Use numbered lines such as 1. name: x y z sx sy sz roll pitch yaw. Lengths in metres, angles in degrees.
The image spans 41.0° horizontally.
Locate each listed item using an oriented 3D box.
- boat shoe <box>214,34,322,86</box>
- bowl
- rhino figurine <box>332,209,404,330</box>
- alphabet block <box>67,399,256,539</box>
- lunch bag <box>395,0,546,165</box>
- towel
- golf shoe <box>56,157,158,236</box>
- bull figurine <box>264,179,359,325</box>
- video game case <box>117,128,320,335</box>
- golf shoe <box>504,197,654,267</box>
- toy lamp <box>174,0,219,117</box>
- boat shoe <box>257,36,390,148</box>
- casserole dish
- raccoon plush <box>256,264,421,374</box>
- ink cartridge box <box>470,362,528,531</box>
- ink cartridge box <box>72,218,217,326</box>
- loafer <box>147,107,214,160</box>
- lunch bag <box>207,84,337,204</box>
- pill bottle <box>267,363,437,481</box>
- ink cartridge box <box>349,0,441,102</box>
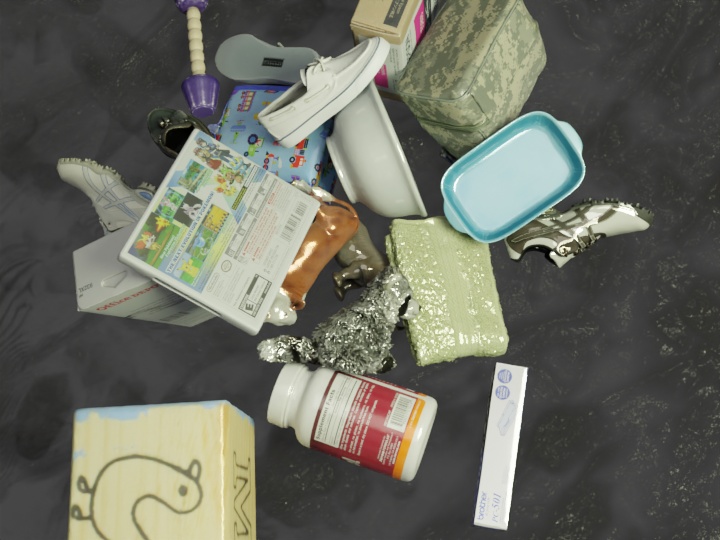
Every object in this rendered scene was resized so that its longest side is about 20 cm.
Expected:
1. boat shoe: -0.123 -0.296 1.403 0.199 0.068 0.074 10 81 32
2. bowl: 0.012 -0.150 1.289 0.090 0.201 0.201 -22 73 6
3. rhino figurine: 0.000 0.000 1.313 0.087 0.060 0.200 -33 77 -16
4. alphabet block: -0.236 0.276 1.182 0.195 0.196 0.200 -5 74 5
5. lunch bag: 0.165 -0.258 1.324 0.139 0.168 0.200 15 70 44
6. towel: 0.116 0.023 1.284 0.148 0.036 0.200 -6 77 -18
7. golf shoe: -0.354 -0.092 1.362 0.200 0.078 0.097 24 83 12
8. bull figurine: -0.087 -0.024 1.247 0.121 0.065 0.200 47 67 -17
9. video game case: -0.163 -0.048 1.152 0.182 0.022 0.200 30 60 -12
10. golf shoe: 0.293 -0.048 1.302 0.200 0.078 0.095 0 77 15
11. toy lamp: -0.241 -0.320 1.420 0.058 0.058 0.200 -10 71 1
12. boat shoe: -0.051 -0.240 1.248 0.200 0.065 0.074 -40 29 18
13. casserole dish: 0.200 -0.122 1.271 0.200 0.039 0.121 -35 88 6
14. raccoon plush: -0.022 0.056 1.208 0.200 0.097 0.134 3 98 -23
15. ink cartridge box: 0.175 0.225 1.217 0.044 0.094 0.200 8 74 7
16. ink cartridge box: -0.243 0.005 1.236 0.145 0.200 0.084 -21 71 29
17. loafer: -0.244 -0.183 1.356 0.072 0.063 0.200 -46 57 -3
18. lunch bag: -0.129 -0.185 1.370 0.200 0.094 0.151 11 77 17
19. pill bottle: -0.011 0.186 1.233 0.200 0.113 0.113 18 76 10
20. ink cartridge box: 0.055 -0.352 1.338 0.075 0.200 0.165 18 77 9
